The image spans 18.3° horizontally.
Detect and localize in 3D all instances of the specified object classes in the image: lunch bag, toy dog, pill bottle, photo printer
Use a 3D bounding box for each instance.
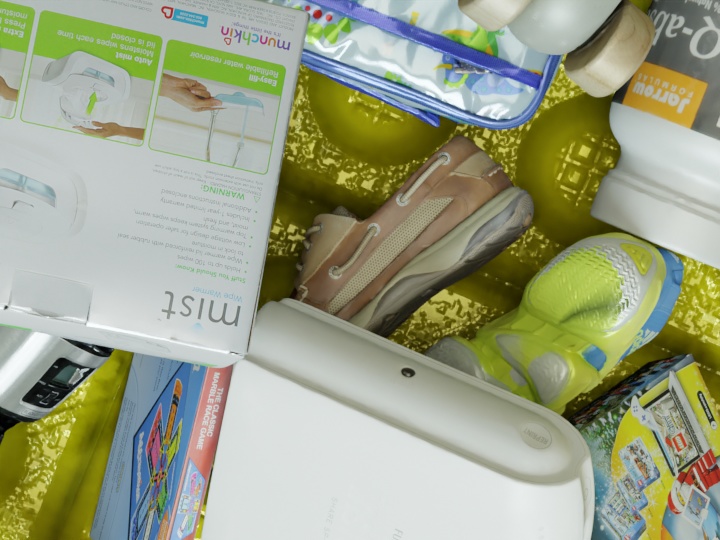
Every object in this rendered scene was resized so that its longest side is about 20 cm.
[{"bbox_3d":[0.026,-0.170,1.210,0.199,0.082,0.162,22,97,-3],"label":"lunch bag"},{"bbox_3d":[0.127,-0.182,1.130,0.200,0.096,0.132,-38,112,-9],"label":"toy dog"},{"bbox_3d":[0.203,-0.105,1.205,0.116,0.116,0.201,21,94,-4],"label":"pill bottle"},{"bbox_3d":[0.021,0.120,1.164,0.199,0.070,0.167,23,132,10],"label":"photo printer"}]

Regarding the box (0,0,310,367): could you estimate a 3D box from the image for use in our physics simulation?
[{"bbox_3d":[-0.142,-0.057,1.093,0.199,0.097,0.178,11,82,-13],"label":"box"}]

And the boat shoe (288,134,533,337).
[{"bbox_3d":[0.000,0.000,1.233,0.200,0.076,0.072,-36,82,1],"label":"boat shoe"}]

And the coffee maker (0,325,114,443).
[{"bbox_3d":[-0.260,0.055,1.191,0.192,0.135,0.200,37,92,-4],"label":"coffee maker"}]

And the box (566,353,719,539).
[{"bbox_3d":[0.170,0.165,1.231,0.136,0.038,0.201,-29,97,-37],"label":"box"}]

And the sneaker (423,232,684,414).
[{"bbox_3d":[0.106,0.051,1.235,0.200,0.105,0.076,-39,72,34],"label":"sneaker"}]

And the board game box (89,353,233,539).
[{"bbox_3d":[-0.100,0.065,1.215,0.019,0.103,0.201,12,95,-27],"label":"board game box"}]
